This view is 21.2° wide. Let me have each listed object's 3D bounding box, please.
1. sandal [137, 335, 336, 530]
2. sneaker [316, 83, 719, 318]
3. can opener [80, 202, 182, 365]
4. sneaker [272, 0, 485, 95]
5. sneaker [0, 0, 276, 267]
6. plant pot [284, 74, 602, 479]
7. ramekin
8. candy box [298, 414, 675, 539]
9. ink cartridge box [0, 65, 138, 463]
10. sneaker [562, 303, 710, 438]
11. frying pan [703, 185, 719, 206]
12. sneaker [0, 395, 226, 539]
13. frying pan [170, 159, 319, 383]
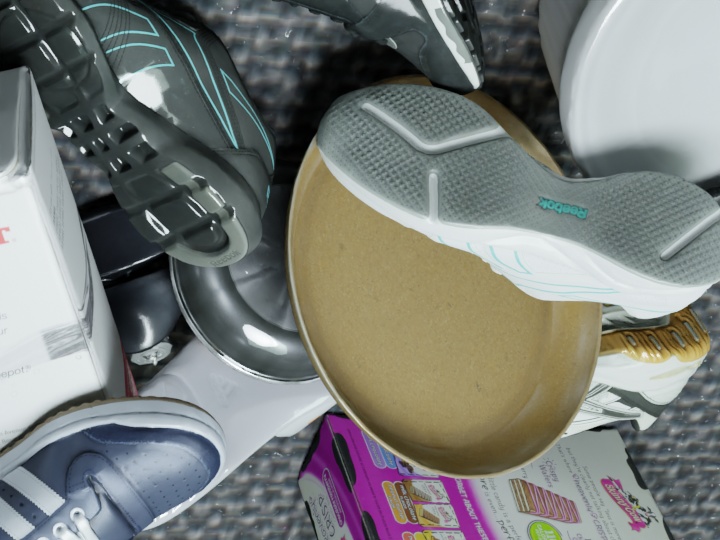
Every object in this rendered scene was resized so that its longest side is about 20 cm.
[{"bbox_3d":[-0.061,0.057,0.997,0.206,0.079,0.059,-37,174,-14],"label":"sandal"},{"bbox_3d":[0.070,-0.023,0.900,0.199,0.071,0.080,22,154,1],"label":"sneaker"},{"bbox_3d":[-0.168,0.033,0.961,0.199,0.079,0.063,-25,172,4],"label":"can opener"},{"bbox_3d":[-0.015,-0.148,0.865,0.087,0.076,0.200,-23,131,18],"label":"sneaker"},{"bbox_3d":[-0.111,-0.092,0.868,0.075,0.079,0.200,-17,123,40],"label":"sneaker"},{"bbox_3d":[0.039,0.004,0.945,0.199,0.201,0.027,19,156,-33],"label":"plant pot"},{"bbox_3d":[0.179,-0.124,0.932,0.201,0.094,0.203,-11,132,-12],"label":"ramekin"},{"bbox_3d":[0.078,0.153,1.096,0.199,0.137,0.061,5,128,-24],"label":"candy box"},{"bbox_3d":[-0.189,0.023,0.852,0.145,0.085,0.201,-12,131,1],"label":"ink cartridge box"},{"bbox_3d":[0.097,0.059,1.068,0.199,0.076,0.088,5,131,-21],"label":"sneaker"},{"bbox_3d":[0.234,-0.045,0.935,0.189,0.031,0.115,-32,129,23],"label":"frying pan"},{"bbox_3d":[-0.147,0.130,0.821,0.199,0.109,0.070,-19,131,8],"label":"sneaker"},{"bbox_3d":[-0.006,0.014,0.953,0.189,0.115,0.031,27,153,-17],"label":"frying pan"}]
